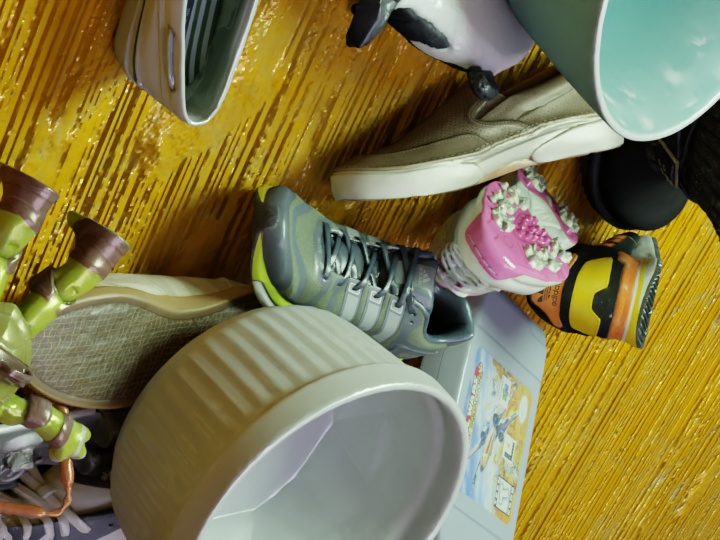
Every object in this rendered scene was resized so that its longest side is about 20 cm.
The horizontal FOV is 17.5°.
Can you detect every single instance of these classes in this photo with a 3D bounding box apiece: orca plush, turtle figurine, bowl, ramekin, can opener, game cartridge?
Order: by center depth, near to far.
[{"bbox_3d":[-0.200,0.028,1.193,0.200,0.064,0.161,34,82,-19],"label":"turtle figurine"},{"bbox_3d":[0.027,-0.135,1.278,0.071,0.105,0.200,-13,-174,24],"label":"orca plush"},{"bbox_3d":[0.154,-0.184,1.308,0.201,0.105,0.201,-35,141,-35],"label":"bowl"},{"bbox_3d":[-0.047,0.114,1.324,0.200,0.105,0.200,-26,140,-25],"label":"ramekin"},{"bbox_3d":[-0.153,0.078,1.338,0.200,0.067,0.053,-11,150,-44],"label":"can opener"},{"bbox_3d":[0.073,0.109,1.545,0.133,0.041,0.200,45,53,-61],"label":"game cartridge"}]

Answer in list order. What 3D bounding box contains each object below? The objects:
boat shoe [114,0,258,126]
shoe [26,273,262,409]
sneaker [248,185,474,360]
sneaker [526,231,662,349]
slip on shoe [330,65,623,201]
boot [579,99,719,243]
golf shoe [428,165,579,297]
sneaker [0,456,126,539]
[{"bbox_3d":[-0.067,-0.162,1.149,0.073,0.067,0.200,-19,141,-33],"label":"boat shoe"},{"bbox_3d":[-0.128,0.037,1.322,0.200,0.053,0.070,-2,104,-48],"label":"shoe"},{"bbox_3d":[0.000,0.000,1.375,0.081,0.074,0.200,-8,157,27],"label":"sneaker"},{"bbox_3d":[0.149,0.004,1.561,0.200,0.090,0.070,-65,168,-84],"label":"sneaker"},{"bbox_3d":[0.068,-0.084,1.401,0.200,0.076,0.061,-14,97,-23],"label":"slip on shoe"},{"bbox_3d":[0.216,-0.062,1.489,0.079,0.158,0.211,-32,147,-16],"label":"boot"},{"bbox_3d":[0.080,-0.010,1.433,0.091,0.075,0.200,-36,179,15],"label":"golf shoe"},{"bbox_3d":[-0.189,0.134,1.355,0.130,0.079,0.199,-45,148,1],"label":"sneaker"}]
